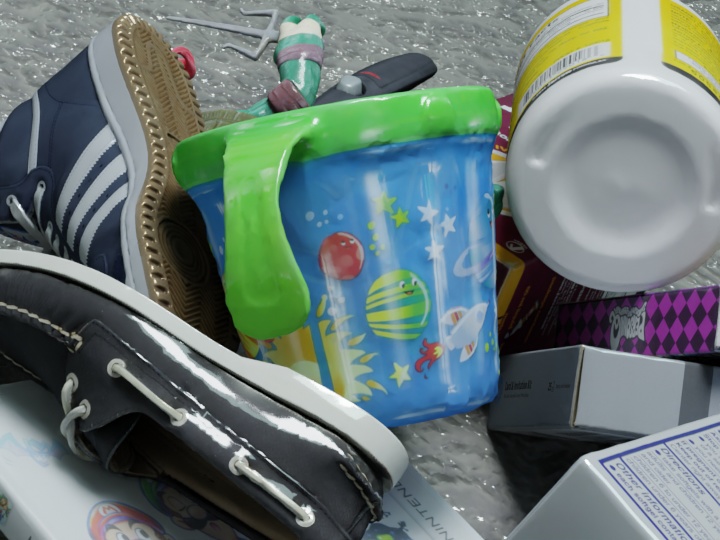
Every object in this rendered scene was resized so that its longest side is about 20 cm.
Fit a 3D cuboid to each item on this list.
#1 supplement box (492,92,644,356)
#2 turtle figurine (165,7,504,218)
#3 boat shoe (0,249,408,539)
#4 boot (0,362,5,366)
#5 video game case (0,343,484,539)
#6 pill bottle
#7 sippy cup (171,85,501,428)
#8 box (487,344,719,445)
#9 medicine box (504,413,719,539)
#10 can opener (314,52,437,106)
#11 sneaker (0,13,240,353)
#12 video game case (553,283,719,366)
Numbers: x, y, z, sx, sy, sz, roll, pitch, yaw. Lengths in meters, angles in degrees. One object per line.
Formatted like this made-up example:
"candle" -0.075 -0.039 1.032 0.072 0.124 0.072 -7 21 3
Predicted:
"supplement box" 0.073 -0.020 1.329 0.110 0.086 0.200 35 31 21
"turtle figurine" -0.039 -0.036 1.208 0.200 0.150 0.101 28 25 22
"boat shoe" -0.081 0.055 0.993 0.200 0.074 0.060 26 65 14
"boot" -0.190 0.055 1.067 0.200 0.075 0.097 -4 62 -52
"video game case" -0.049 0.101 1.031 0.200 0.024 0.182 -9 44 -46
"pill bottle" 0.129 -0.075 1.250 0.111 0.111 0.200 21 23 -3
"sippy cup" 0.000 0.000 1.053 0.178 0.131 0.140 -9 -3 -32
"box" 0.175 0.070 1.193 0.200 0.041 0.156 10 -5 -9
"medicine box" 0.155 0.159 1.005 0.182 0.103 0.200 49 24 18
"can opener" -0.004 -0.086 1.410 0.079 0.063 0.200 31 30 15
"sneaker" -0.117 -0.012 1.119 0.070 0.108 0.200 37 29 -43
"video game case" 0.210 0.038 1.217 0.181 0.036 0.200 8 -5 -15
